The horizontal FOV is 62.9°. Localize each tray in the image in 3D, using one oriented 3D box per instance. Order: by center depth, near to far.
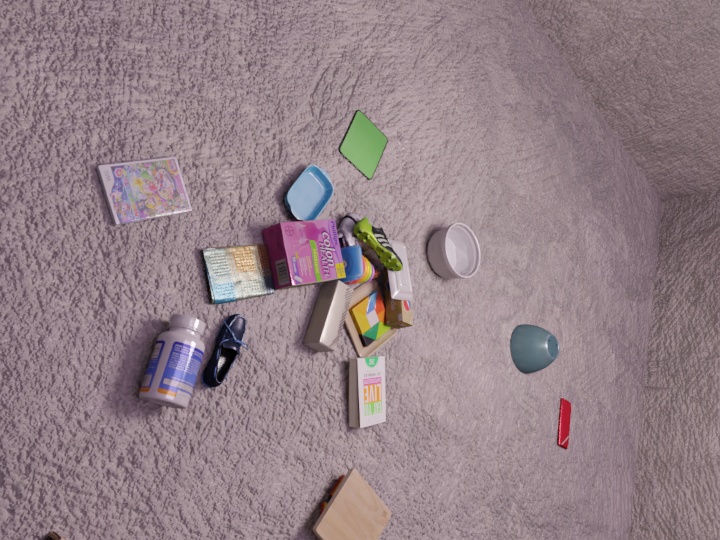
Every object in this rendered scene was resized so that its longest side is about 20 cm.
[{"bbox_3d":[0.125,-0.005,1.870,0.107,0.022,0.201,9,68,-46],"label":"tray"}]

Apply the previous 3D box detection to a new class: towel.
[{"bbox_3d":[-0.324,0.006,1.568,0.200,0.022,0.147,-9,88,-45],"label":"towel"}]

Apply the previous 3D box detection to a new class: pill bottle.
[{"bbox_3d":[-0.427,0.209,1.365,0.112,0.112,0.201,29,62,-34],"label":"pill bottle"}]

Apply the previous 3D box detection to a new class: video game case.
[{"bbox_3d":[-0.521,-0.196,1.433,0.200,0.018,0.144,-19,94,-43],"label":"video game case"}]

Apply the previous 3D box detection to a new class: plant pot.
[{"bbox_3d":[0.716,0.311,2.372,0.200,0.135,0.201,11,74,-40],"label":"plant pot"}]

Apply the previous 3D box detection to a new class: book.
[{"bbox_3d":[0.023,0.362,1.780,0.133,0.048,0.201,3,84,-48],"label":"book"}]

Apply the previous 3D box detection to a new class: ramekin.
[{"bbox_3d":[0.331,-0.065,2.124,0.200,0.105,0.201,10,74,-41],"label":"ramekin"}]

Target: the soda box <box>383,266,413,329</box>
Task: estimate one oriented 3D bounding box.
[{"bbox_3d":[0.122,0.082,1.903,0.068,0.064,0.201,27,55,-50],"label":"soda box"}]

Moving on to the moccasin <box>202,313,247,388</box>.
[{"bbox_3d":[-0.327,0.203,1.486,0.080,0.068,0.201,32,61,-33],"label":"moccasin"}]

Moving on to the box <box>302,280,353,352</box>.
[{"bbox_3d":[-0.092,0.133,1.711,0.068,0.082,0.201,34,61,-33],"label":"box"}]

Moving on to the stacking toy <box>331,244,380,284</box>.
[{"bbox_3d":[0.000,0.000,1.819,0.200,0.116,0.110,19,62,-57],"label":"stacking toy"}]

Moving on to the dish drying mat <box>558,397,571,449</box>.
[{"bbox_3d":[0.873,0.654,2.518,0.077,0.018,0.201,31,61,-33],"label":"dish drying mat"}]

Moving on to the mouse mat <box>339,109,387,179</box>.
[{"bbox_3d":[0.013,-0.422,1.980,0.161,0.008,0.200,39,58,-29],"label":"mouse mat"}]

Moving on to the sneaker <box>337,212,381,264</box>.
[{"bbox_3d":[-0.006,-0.075,1.842,0.200,0.075,0.115,51,52,-16],"label":"sneaker"}]

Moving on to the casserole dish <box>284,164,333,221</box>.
[{"bbox_3d":[-0.157,-0.226,1.760,0.121,0.039,0.200,48,52,-24],"label":"casserole dish"}]

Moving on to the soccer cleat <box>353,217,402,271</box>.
[{"bbox_3d":[0.065,-0.082,1.806,0.200,0.067,0.081,45,49,-12],"label":"soccer cleat"}]

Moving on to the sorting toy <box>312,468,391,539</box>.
[{"bbox_3d":[-0.034,0.695,1.644,0.200,0.069,0.199,55,51,-19],"label":"sorting toy"}]

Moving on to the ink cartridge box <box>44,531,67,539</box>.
[{"bbox_3d":[-0.579,0.644,1.155,0.200,0.075,0.165,49,54,-22],"label":"ink cartridge box"}]

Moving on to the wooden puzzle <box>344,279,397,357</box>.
[{"bbox_3d":[0.027,0.149,1.845,0.185,0.037,0.201,-34,103,-41],"label":"wooden puzzle"}]

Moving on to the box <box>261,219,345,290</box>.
[{"bbox_3d":[-0.159,-0.047,1.677,0.200,0.097,0.177,-8,86,-44],"label":"box"}]
